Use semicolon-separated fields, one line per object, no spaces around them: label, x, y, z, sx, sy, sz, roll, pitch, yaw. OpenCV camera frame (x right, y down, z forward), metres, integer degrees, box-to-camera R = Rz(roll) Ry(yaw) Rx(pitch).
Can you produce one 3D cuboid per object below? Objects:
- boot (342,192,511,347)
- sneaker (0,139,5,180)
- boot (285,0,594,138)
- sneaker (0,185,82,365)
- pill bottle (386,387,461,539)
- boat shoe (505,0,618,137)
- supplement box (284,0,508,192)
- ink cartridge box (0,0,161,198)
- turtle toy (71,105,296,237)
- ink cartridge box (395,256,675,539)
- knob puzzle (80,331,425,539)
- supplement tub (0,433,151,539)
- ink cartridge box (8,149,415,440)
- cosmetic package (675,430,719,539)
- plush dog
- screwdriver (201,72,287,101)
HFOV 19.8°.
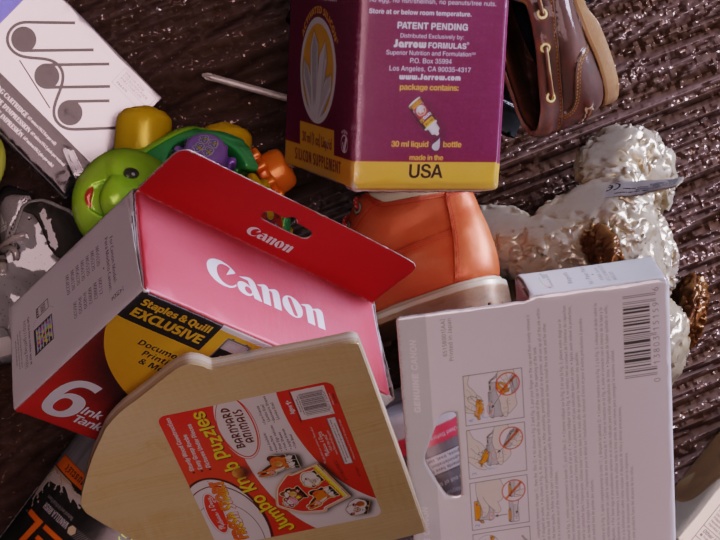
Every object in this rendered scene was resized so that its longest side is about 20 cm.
boot;0.000;0.000;1.381;0.198;0.075;0.108;-17;81;22
sneaker;-0.320;-0.031;1.333;0.200;0.074;0.084;-49;123;-10
boot;0.064;-0.198;1.403;0.197;0.073;0.164;24;91;-18
sneaker;-0.248;0.006;1.363;0.198;0.075;0.117;-10;90;-20
pill bottle;0.065;0.178;1.401;0.110;0.111;0.202;-21;96;-9
boat shoe;0.104;-0.186;1.345;0.070;0.070;0.201;-26;99;-18
supplement box;0.022;-0.156;1.288;0.102;0.131;0.202;-1;99;-20
ink cartridge box;-0.235;-0.151;1.365;0.200;0.044;0.094;45;83;-9
turtle toy;-0.112;-0.033;1.328;0.199;0.100;0.147;9;84;-49
ink cartridge box;0.111;0.101;1.309;0.172;0.044;0.202;-7;112;-5
knob puzzle;-0.075;0.114;1.256;0.217;0.031;0.221;-2;133;-2
supplement tub;-0.179;0.199;1.351;0.122;0.123;0.201;37;86;-10
ink cartridge box;-0.084;0.039;1.260;0.199;0.084;0.175;24;129;-35
cosmetic package;0.309;0.138;1.463;0.105;0.071;0.200;42;85;-9
plush dog;0.167;0.024;1.408;0.199;0.160;0.173;-30;121;-8
screwdriver;-0.012;-0.108;1.412;0.198;0.029;0.028;15;90;-16
